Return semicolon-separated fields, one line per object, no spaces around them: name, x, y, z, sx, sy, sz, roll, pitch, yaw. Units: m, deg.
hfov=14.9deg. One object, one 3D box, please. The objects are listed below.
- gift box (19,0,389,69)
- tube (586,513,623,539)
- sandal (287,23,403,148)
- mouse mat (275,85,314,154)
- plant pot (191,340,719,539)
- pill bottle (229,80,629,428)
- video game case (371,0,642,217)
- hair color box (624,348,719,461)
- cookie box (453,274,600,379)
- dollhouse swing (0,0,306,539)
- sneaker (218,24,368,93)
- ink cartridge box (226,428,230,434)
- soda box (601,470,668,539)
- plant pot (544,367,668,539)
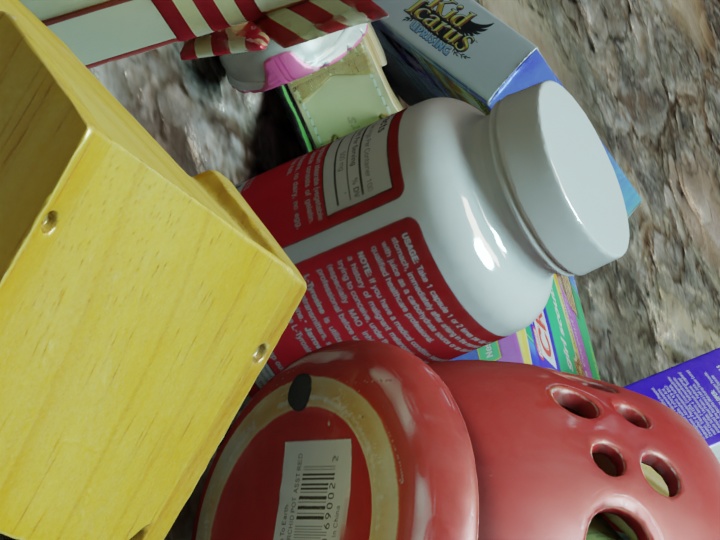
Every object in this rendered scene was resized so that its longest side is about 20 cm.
gift box;-0.071;-0.201;1.177;0.187;0.199;0.185;58;29;-47
tube;0.083;0.112;1.343;0.200;0.052;0.058;-128;-148;-55
sandal;0.007;-0.054;1.484;0.212;0.077;0.070;60;22;-2
mouse mat;0.000;0.000;1.446;0.200;0.008;0.161;-110;175;-60
plant pot;0.035;0.131;1.192;0.182;0.200;0.201;17;54;-35
pill bottle;0.014;-0.009;1.245;0.112;0.199;0.113;49;29;-38
video game case;0.061;-0.113;1.595;0.181;0.045;0.200;41;-3;33
hair color box;0.159;0.118;1.567;0.065;0.199;0.110;55;-24;33
cookie box;0.080;0.036;1.632;0.200;0.075;0.172;46;28;-58
dollhouse swing;-0.146;-0.017;1.049;0.182;0.175;0.200;-60;155;-3
sneaker;-0.050;-0.169;1.418;0.200;0.081;0.088;-97;162;-50
ink cartridge box;-0.004;0.100;1.376;0.162;0.050;0.201;-77;150;-58
soda box;0.125;0.190;1.499;0.068;0.063;0.200;58;-29;34
plant pot;0.158;0.120;1.345;0.200;0.028;0.200;38;8;-6
